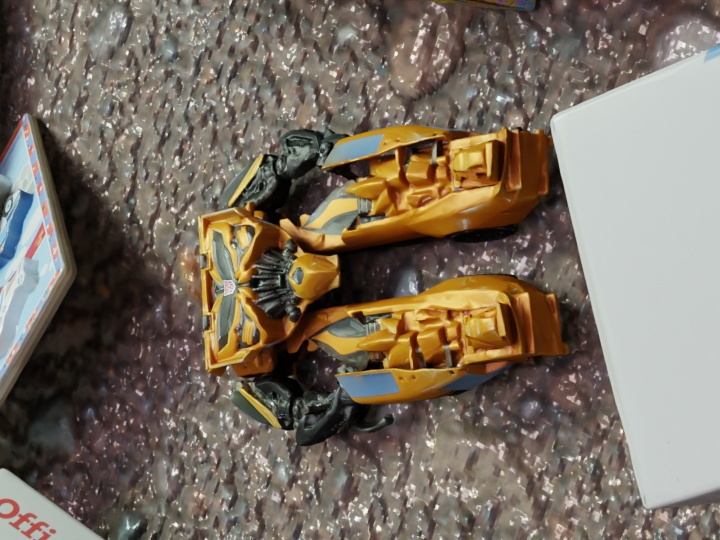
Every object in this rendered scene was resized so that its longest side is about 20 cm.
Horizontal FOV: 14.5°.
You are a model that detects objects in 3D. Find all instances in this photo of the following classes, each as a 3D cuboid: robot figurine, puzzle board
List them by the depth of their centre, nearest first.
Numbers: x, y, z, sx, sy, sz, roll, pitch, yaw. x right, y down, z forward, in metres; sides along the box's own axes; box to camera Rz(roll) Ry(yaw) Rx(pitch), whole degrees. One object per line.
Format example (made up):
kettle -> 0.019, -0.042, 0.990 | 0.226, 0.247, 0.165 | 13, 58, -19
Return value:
robot figurine -> 0.000, 0.000, 1.263 | 0.199, 0.058, 0.146 | -11, 79, 39
puzzle board -> -0.204, 0.037, 1.423 | 0.201, 0.017, 0.151 | -58, 29, 22

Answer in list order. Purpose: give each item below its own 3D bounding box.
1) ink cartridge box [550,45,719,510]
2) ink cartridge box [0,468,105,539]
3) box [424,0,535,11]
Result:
ink cartridge box -> 0.194, -0.005, 1.005 | 0.147, 0.199, 0.146 | -22, 75, 37
ink cartridge box -> -0.180, 0.205, 1.295 | 0.144, 0.200, 0.084 | 31, 141, 27
box -> -0.022, -0.222, 1.256 | 0.199, 0.122, 0.194 | 9, 94, 41
